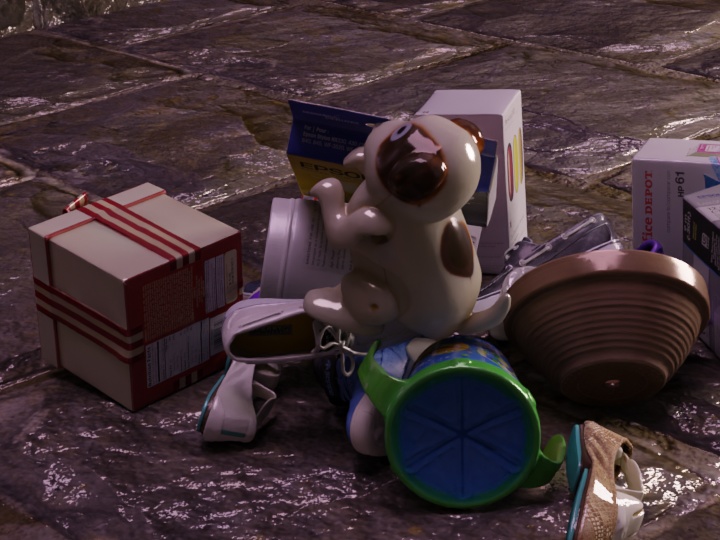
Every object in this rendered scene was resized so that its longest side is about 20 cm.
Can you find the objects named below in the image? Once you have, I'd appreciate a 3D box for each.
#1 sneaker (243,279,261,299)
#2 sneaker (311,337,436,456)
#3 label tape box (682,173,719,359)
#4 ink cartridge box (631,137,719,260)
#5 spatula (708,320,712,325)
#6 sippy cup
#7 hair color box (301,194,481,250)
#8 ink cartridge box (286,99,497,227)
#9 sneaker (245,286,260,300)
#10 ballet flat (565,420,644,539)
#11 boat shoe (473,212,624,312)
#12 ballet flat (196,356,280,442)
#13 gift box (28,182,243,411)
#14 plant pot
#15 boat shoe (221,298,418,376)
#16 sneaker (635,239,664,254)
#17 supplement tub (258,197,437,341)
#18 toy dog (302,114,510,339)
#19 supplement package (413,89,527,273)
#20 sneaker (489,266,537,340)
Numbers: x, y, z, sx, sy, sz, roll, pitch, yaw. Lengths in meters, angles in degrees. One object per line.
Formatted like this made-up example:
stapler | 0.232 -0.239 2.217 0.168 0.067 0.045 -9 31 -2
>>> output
sneaker | -0.042 -0.031 1.741 0.202 0.147 0.077 -7 4 -9
sneaker | -0.003 0.117 1.470 0.111 0.077 0.200 4 24 20
label tape box | 0.377 -0.004 1.595 0.066 0.144 0.200 -8 22 -9
ink cartridge box | 0.417 -0.069 1.750 0.200 0.145 0.085 6 26 26
spatula | 0.257 0.040 1.522 0.200 0.021 0.057 4 -5 -14
sippy cup | 0.091 0.123 1.356 0.139 0.178 0.130 -24 16 11
hair color box | 0.029 -0.039 1.684 0.200 0.102 0.061 15 -4 -20
ink cartridge box | 0.031 -0.097 1.451 0.197 0.047 0.200 12 -9 7
sneaker | -0.038 0.054 1.644 0.200 0.070 0.100 -1 24 11
ballet flat | 0.206 0.188 1.269 0.065 0.071 0.200 13 27 4
boat shoe | 0.183 -0.002 1.631 0.200 0.068 0.072 -26 -12 -2
ballet flat | -0.114 0.115 1.534 0.069 0.070 0.200 -2 26 8
gift box | -0.234 0.023 1.632 0.187 0.185 0.200 25 32 36
plant pot | 0.237 0.069 1.456 0.200 0.201 0.093 -3 59 6
boat shoe | -0.031 0.057 1.420 0.202 0.075 0.086 -4 23 -1
sneaker | 0.245 0.001 1.697 0.200 0.084 0.081 -9 22 -7
supplement tub | 0.000 0.000 1.557 0.200 0.132 0.132 9 22 -3
toy dog | 0.044 -0.042 1.335 0.194 0.200 0.139 30 41 31
supplement package | 0.136 -0.109 1.836 0.109 0.200 0.114 2 23 17
sneaker | 0.223 0.051 1.587 0.200 0.099 0.078 12 55 -17
